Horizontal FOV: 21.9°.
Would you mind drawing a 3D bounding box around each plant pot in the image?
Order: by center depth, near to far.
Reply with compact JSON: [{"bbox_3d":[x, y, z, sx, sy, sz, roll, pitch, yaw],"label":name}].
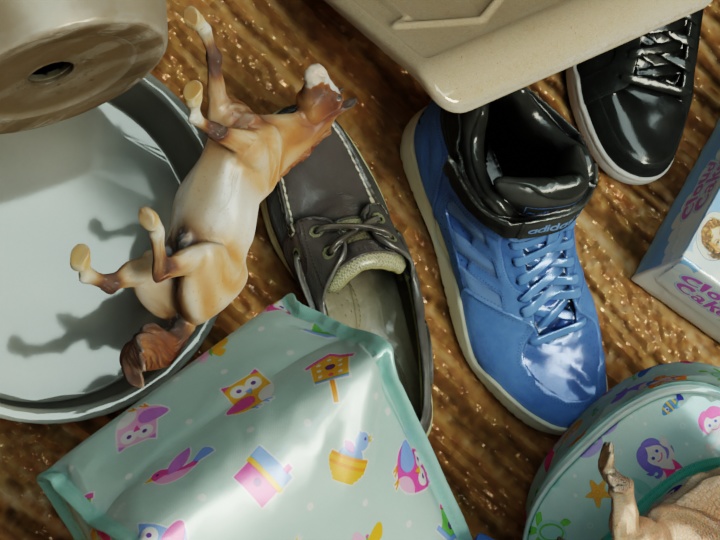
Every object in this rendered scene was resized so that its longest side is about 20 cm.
[{"bbox_3d":[-0.176,-0.168,0.891,0.198,0.200,0.175,-16,77,-20],"label":"plant pot"}]

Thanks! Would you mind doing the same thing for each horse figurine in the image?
[{"bbox_3d":[-0.077,-0.032,0.922,0.049,0.133,0.202,15,75,25],"label":"horse figurine"}]

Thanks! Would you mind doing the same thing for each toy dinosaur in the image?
[{"bbox_3d":[0.156,0.156,0.832,0.134,0.086,0.202,12,77,-5],"label":"toy dinosaur"}]

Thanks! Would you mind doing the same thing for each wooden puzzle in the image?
[{"bbox_3d":[0.068,-0.165,1.025,0.184,0.047,0.200,-25,47,-19],"label":"wooden puzzle"}]

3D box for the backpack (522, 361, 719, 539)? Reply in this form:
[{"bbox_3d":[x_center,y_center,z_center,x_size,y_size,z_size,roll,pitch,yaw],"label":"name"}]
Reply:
[{"bbox_3d":[0.181,0.154,0.970,0.178,0.151,0.200,-44,86,12],"label":"backpack"}]

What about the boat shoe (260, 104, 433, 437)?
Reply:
[{"bbox_3d":[0.000,0.000,0.994,0.073,0.065,0.202,-19,84,-19],"label":"boat shoe"}]

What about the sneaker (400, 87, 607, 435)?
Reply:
[{"bbox_3d":[0.092,-0.010,1.002,0.076,0.111,0.202,-20,85,-21],"label":"sneaker"}]

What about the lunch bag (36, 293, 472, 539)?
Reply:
[{"bbox_3d":[-0.040,0.142,0.920,0.170,0.122,0.201,-37,126,-22],"label":"lunch bag"}]

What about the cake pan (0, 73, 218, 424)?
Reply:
[{"bbox_3d":[-0.164,-0.019,0.959,0.198,0.037,0.203,4,77,-17],"label":"cake pan"}]

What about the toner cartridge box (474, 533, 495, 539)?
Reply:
[{"bbox_3d":[0.124,0.217,0.901,0.199,0.096,0.043,26,29,7],"label":"toner cartridge box"}]

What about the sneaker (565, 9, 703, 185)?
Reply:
[{"bbox_3d":[0.172,-0.158,1.059,0.072,0.112,0.202,7,77,-16],"label":"sneaker"}]

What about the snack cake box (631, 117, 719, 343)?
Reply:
[{"bbox_3d":[0.259,-0.049,1.089,0.115,0.067,0.201,34,70,-9],"label":"snack cake box"}]
